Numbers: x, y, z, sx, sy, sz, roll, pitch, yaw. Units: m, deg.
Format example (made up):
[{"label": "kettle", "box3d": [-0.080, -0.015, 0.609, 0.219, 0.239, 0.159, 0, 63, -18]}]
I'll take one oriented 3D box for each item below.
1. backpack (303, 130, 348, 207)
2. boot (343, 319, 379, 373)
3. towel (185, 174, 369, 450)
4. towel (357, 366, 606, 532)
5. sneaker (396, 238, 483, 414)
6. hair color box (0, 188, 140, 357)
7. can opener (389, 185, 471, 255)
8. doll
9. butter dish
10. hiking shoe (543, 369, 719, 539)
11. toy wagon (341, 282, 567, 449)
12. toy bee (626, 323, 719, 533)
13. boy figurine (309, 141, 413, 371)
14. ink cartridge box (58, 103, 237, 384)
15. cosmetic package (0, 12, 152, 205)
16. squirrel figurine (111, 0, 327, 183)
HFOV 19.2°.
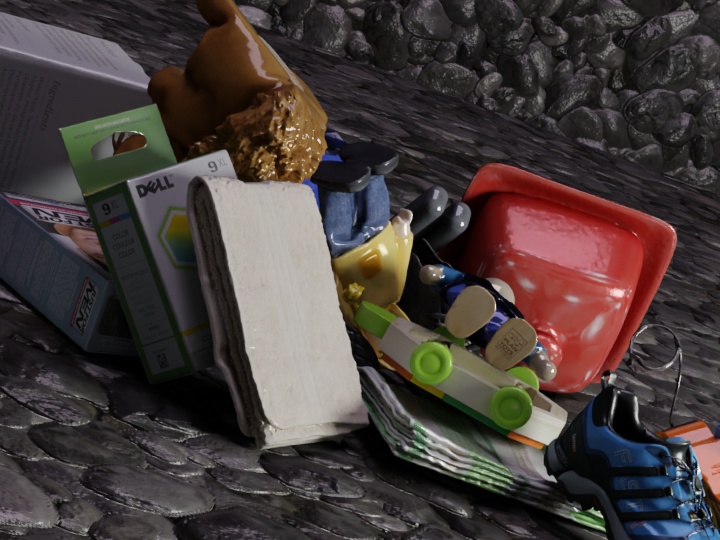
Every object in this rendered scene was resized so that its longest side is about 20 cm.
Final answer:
[{"label": "backpack", "box3d": [-0.093, -0.064, 1.905, 0.167, 0.163, 0.200, 11, 16, -23]}, {"label": "boot", "box3d": [-0.064, 0.043, 1.726, 0.200, 0.068, 0.131, 24, 7, 10]}, {"label": "towel", "box3d": [-0.060, 0.030, 1.545, 0.034, 0.200, 0.132, -19, -11, 33]}, {"label": "towel", "box3d": [0.096, 0.132, 1.615, 0.200, 0.031, 0.149, 21, 12, -22]}, {"label": "sneaker", "box3d": [0.072, 0.048, 1.808, 0.060, 0.104, 0.200, 13, 14, -31]}, {"label": "hair color box", "box3d": [-0.212, 0.003, 1.663, 0.099, 0.061, 0.200, 10, 16, -40]}, {"label": "can opener", "box3d": [0.031, -0.025, 1.945, 0.053, 0.067, 0.200, 32, -35, -16]}, {"label": "doll", "box3d": [0.104, 0.039, 1.690, 0.136, 0.048, 0.200, 39, 6, -2]}, {"label": "butter dish", "box3d": [0.161, 0.036, 1.905, 0.199, 0.200, 0.148, 19, 36, -4]}, {"label": "hiking shoe", "box3d": [0.215, 0.165, 1.520, 0.200, 0.087, 0.074, 44, 25, 29]}, {"label": "toy wagon", "box3d": [0.069, 0.074, 1.667, 0.200, 0.040, 0.155, 29, 6, 4]}, {"label": "toy bee", "box3d": [0.269, 0.155, 1.659, 0.131, 0.109, 0.200, 2, 54, -3]}, {"label": "boy figurine", "box3d": [0.000, 0.000, 1.752, 0.064, 0.200, 0.124, 18, 36, 41]}, {"label": "ink cartridge box", "box3d": [-0.135, -0.028, 1.565, 0.059, 0.200, 0.104, -19, 1, 45]}, {"label": "cosmetic package", "box3d": [-0.303, -0.124, 1.824, 0.200, 0.167, 0.167, 14, 14, -24]}, {"label": "squirrel figurine", "box3d": [-0.123, -0.090, 1.675, 0.142, 0.187, 0.200, 47, 7, -42]}]
